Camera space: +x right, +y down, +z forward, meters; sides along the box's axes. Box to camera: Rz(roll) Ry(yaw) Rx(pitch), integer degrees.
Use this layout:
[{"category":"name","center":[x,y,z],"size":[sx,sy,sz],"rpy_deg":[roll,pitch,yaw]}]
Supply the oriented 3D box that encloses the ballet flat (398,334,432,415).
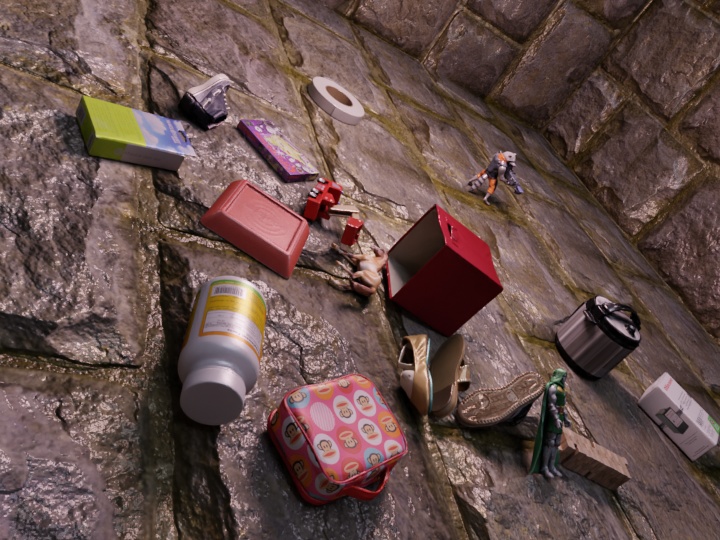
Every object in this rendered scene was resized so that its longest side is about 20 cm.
[{"category":"ballet flat","center":[0.100,0.193,1.162],"size":[0.062,0.070,0.201],"rpy_deg":[6,30,1]}]

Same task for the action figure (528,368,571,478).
[{"category":"action figure","center":[0.373,0.291,1.202],"size":[0.054,0.204,0.117],"rpy_deg":[3,-8,37]}]

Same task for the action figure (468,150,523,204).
[{"category":"action figure","center":[0.474,-0.324,2.161],"size":[0.103,0.194,0.202],"rpy_deg":[13,38,-36]}]

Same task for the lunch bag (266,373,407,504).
[{"category":"lunch bag","center":[-0.022,0.248,0.905],"size":[0.198,0.082,0.177],"rpy_deg":[-1,48,-50]}]

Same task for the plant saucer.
[{"category":"plant saucer","center":[-0.195,-0.097,1.242],"size":[0.198,0.037,0.201],"rpy_deg":[33,30,-10]}]

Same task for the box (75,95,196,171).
[{"category":"box","center":[-0.426,-0.257,1.191],"size":[0.198,0.048,0.123],"rpy_deg":[6,44,-45]}]

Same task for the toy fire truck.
[{"category":"toy fire truck","center":[-0.054,-0.138,1.409],"size":[0.139,0.049,0.201],"rpy_deg":[20,30,0]}]

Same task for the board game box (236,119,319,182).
[{"category":"board game box","center":[-0.200,-0.294,1.525],"size":[0.200,0.032,0.119],"rpy_deg":[48,34,15]}]

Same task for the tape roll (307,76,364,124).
[{"category":"tape roll","center":[-0.077,-0.547,2.010],"size":[0.201,0.037,0.204],"rpy_deg":[29,30,-18]}]

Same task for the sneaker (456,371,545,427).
[{"category":"sneaker","center":[0.268,0.274,1.229],"size":[0.197,0.109,0.071],"rpy_deg":[-18,57,-21]}]

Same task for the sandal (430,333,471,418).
[{"category":"sandal","center":[0.181,0.219,1.211],"size":[0.070,0.077,0.213],"rpy_deg":[51,31,-18]}]

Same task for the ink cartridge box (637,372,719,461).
[{"category":"ink cartridge box","center":[0.877,0.398,1.719],"size":[0.201,0.084,0.145],"rpy_deg":[50,31,19]}]

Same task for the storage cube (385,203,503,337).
[{"category":"storage cube","center":[0.178,0.002,1.371],"size":[0.179,0.200,0.172],"rpy_deg":[33,28,-23]}]

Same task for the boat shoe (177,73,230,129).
[{"category":"boat shoe","center":[-0.341,-0.392,1.467],"size":[0.093,0.075,0.201],"rpy_deg":[42,36,-7]}]

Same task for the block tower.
[{"category":"block tower","center":[0.474,0.392,1.298],"size":[0.198,0.054,0.058],"rpy_deg":[27,31,-19]}]

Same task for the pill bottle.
[{"category":"pill bottle","center":[-0.193,0.110,0.874],"size":[0.110,0.112,0.201],"rpy_deg":[26,31,-20]}]

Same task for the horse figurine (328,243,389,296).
[{"category":"horse figurine","center":[0.000,0.000,1.315],"size":[0.131,0.050,0.201],"rpy_deg":[24,29,-15]}]

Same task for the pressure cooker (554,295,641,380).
[{"category":"pressure cooker","center":[0.642,0.167,1.656],"size":[0.178,0.201,0.175],"rpy_deg":[42,30,10]}]
